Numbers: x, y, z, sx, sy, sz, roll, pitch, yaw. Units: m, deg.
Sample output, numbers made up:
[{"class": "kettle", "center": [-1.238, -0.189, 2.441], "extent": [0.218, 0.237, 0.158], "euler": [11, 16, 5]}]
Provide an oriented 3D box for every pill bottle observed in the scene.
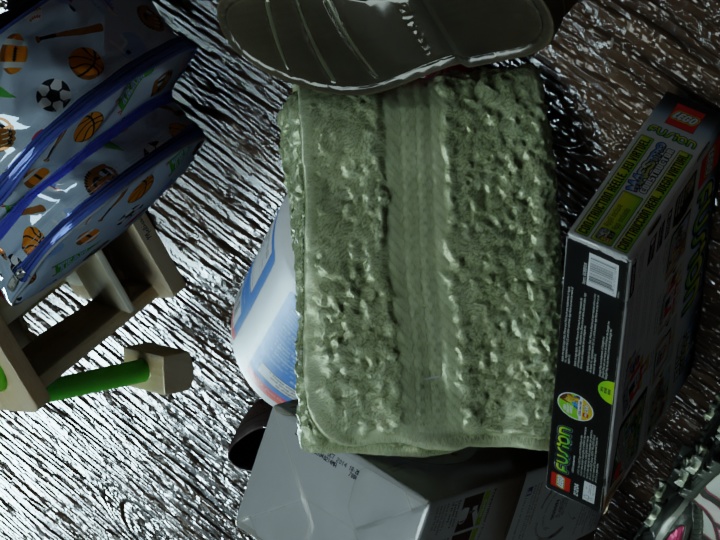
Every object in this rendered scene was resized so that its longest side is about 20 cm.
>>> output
[{"class": "pill bottle", "center": [0.000, 0.000, 1.644], "extent": [0.112, 0.112, 0.200], "euler": [45, 153, 7]}]

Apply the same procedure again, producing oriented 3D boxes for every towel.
[{"class": "towel", "center": [0.035, -0.004, 1.521], "extent": [0.036, 0.147, 0.201], "euler": [-119, 26, -85]}]

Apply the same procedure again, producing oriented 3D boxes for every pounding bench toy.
[{"class": "pounding bench toy", "center": [-0.210, 0.035, 1.927], "extent": [0.124, 0.156, 0.201], "euler": [0, 125, 53]}]

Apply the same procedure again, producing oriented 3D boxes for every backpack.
[{"class": "backpack", "center": [-0.183, -0.086, 1.733], "extent": [0.154, 0.200, 0.191], "euler": [40, 143, 6]}]

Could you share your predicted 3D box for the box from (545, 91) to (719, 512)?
[{"class": "box", "center": [0.137, 0.019, 1.486], "extent": [0.035, 0.110, 0.201], "euler": [23, 143, 19]}]

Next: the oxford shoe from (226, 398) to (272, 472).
[{"class": "oxford shoe", "center": [-0.007, 0.108, 1.822], "extent": [0.200, 0.072, 0.071], "euler": [-4, 122, 55]}]

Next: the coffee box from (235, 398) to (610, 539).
[{"class": "coffee box", "center": [0.043, 0.116, 1.626], "extent": [0.114, 0.200, 0.080], "euler": [32, 115, 31]}]

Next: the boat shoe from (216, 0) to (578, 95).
[{"class": "boat shoe", "center": [0.024, -0.136, 1.465], "extent": [0.199, 0.068, 0.072], "euler": [1, 132, 33]}]

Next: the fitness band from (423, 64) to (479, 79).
[{"class": "fitness band", "center": [-0.011, -0.164, 1.552], "extent": [0.143, 0.037, 0.201], "euler": [7, 131, 50]}]

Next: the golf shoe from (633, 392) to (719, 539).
[{"class": "golf shoe", "center": [0.208, 0.113, 1.558], "extent": [0.088, 0.077, 0.200], "euler": [28, 154, 5]}]
